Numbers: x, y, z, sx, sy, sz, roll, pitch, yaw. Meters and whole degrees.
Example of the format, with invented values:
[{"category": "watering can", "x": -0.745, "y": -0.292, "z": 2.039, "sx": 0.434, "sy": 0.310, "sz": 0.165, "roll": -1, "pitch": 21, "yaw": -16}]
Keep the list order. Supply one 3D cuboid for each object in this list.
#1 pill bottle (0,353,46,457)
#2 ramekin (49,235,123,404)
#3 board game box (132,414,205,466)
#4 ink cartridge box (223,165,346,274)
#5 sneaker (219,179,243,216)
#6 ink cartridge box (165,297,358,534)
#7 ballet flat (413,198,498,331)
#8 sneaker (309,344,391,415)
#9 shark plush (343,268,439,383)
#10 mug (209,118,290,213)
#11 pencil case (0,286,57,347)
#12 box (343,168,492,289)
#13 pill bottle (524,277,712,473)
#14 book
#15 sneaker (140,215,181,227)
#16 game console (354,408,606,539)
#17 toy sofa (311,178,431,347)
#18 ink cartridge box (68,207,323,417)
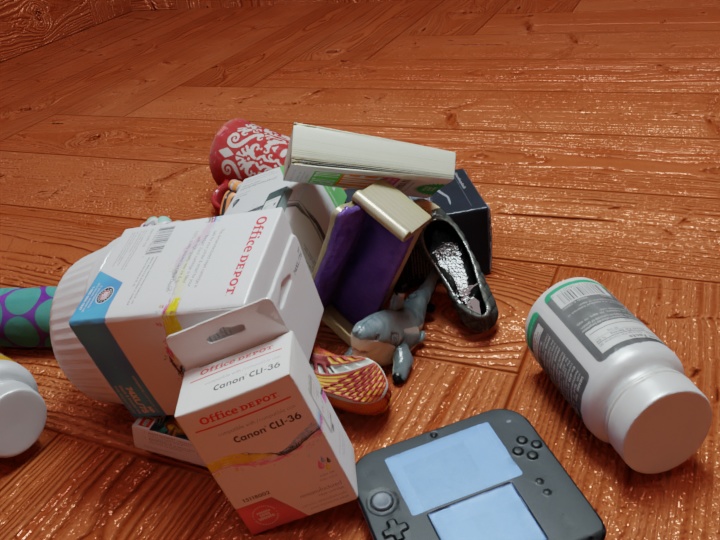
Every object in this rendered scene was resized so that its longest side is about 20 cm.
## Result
[{"category": "pill bottle", "x": -0.453, "y": 0.145, "z": 0.881, "sx": 0.197, "sy": 0.112, "sz": 0.109, "roll": 17, "pitch": 37, "yaw": 35}, {"category": "ramekin", "x": -0.278, "y": 0.063, "z": 0.898, "sx": 0.092, "sy": 0.206, "sz": 0.203, "roll": -8, "pitch": 27, "yaw": 23}, {"category": "board game box", "x": -0.159, "y": 0.139, "z": 0.875, "sx": 0.123, "sy": 0.035, "sz": 0.201, "roll": 11, "pitch": 34, "yaw": 12}, {"category": "ink cartridge box", "x": -0.116, "y": -0.053, "z": 1.020, "sx": 0.143, "sy": 0.085, "sz": 0.202, "roll": -14, "pitch": 35, "yaw": 27}, {"category": "sneaker", "x": -0.136, "y": -0.061, "z": 1.191, "sx": 0.196, "sy": 0.115, "sz": 0.077, "roll": 18, "pitch": 5, "yaw": -27}, {"category": "ink cartridge box", "x": -0.090, "y": 0.136, "z": 0.689, "sx": 0.114, "sy": 0.203, "sz": 0.068, "roll": -21, "pitch": 29, "yaw": 8}, {"category": "ballet flat", "x": 0.121, "y": -0.015, "z": 0.968, "sx": 0.065, "sy": 0.057, "sz": 0.203, "roll": -27, "pitch": 68, "yaw": -6}, {"category": "sneaker", "x": -0.057, "y": 0.118, "z": 0.855, "sx": 0.196, "sy": 0.078, "sz": 0.074, "roll": 22, "pitch": 66, "yaw": 21}, {"category": "shark plush", "x": 0.056, "y": 0.057, "z": 0.928, "sx": 0.090, "sy": 0.085, "sz": 0.198, "roll": 20, "pitch": 40, "yaw": 41}, {"category": "mug", "x": -0.165, "y": -0.167, "z": 1.363, "sx": 0.197, "sy": 0.182, "sz": 0.132, "roll": 20, "pitch": 3, "yaw": 33}, {"category": "pencil case", "x": -0.439, "y": 0.059, "z": 1.049, "sx": 0.194, "sy": 0.086, "sz": 0.094, "roll": -2, "pitch": 46, "yaw": 9}, {"category": "box", "x": 0.080, "y": -0.060, "z": 1.101, "sx": 0.194, "sy": 0.107, "sz": 0.149, "roll": -9, "pitch": 29, "yaw": -2}, {"category": "pill bottle", "x": 0.257, "y": 0.102, "z": 0.772, "sx": 0.110, "sy": 0.116, "sz": 0.201, "roll": -12, "pitch": 30, "yaw": -8}, {"category": "book", "x": 0.006, "y": -0.128, "z": 0.937, "sx": 0.194, "sy": 0.050, "sz": 0.134, "roll": 6, "pitch": -7, "yaw": -9}, {"category": "sneaker", "x": -0.314, "y": -0.015, "z": 1.155, "sx": 0.196, "sy": 0.079, "sz": 0.141, "roll": -1, "pitch": 39, "yaw": 40}, {"category": "game console", "x": 0.100, "y": 0.214, "z": 0.705, "sx": 0.195, "sy": 0.032, "sz": 0.177, "roll": -16, "pitch": 31, "yaw": -12}, {"category": "toy sofa", "x": 0.000, "y": 0.000, "z": 0.912, "sx": 0.082, "sy": 0.202, "sz": 0.097, "roll": 38, "pitch": 43, "yaw": 16}, {"category": "ink cartridge box", "x": -0.160, "y": 0.046, "z": 0.789, "sx": 0.195, "sy": 0.148, "sz": 0.149, "roll": -6, "pitch": 40, "yaw": 19}]
